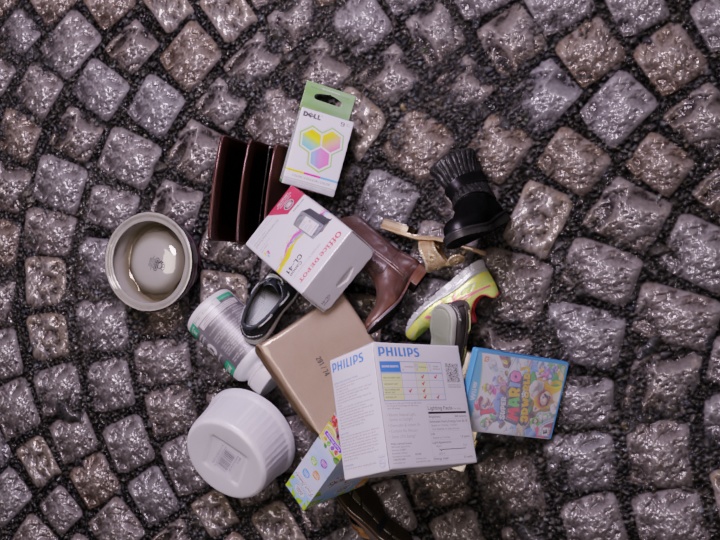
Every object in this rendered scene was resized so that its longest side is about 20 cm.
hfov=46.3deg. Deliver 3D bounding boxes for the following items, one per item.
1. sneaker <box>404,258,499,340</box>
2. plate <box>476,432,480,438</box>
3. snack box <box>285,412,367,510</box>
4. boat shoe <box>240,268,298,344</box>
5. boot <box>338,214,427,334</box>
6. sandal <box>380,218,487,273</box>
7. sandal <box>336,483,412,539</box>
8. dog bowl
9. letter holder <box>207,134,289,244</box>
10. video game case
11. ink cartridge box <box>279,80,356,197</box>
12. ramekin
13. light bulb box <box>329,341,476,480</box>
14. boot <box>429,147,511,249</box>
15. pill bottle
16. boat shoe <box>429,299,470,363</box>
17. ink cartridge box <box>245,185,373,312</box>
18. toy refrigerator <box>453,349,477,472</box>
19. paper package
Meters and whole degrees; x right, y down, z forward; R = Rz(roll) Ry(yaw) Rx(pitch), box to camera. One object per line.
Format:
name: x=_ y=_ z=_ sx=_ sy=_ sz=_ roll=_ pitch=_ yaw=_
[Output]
sneaker: x=0.167 y=0.071 z=1.536 sx=0.200 sy=0.078 sz=0.090 roll=-41 pitch=84 yaw=14
plate: x=0.147 y=0.238 z=1.570 sx=0.199 sy=0.026 sz=0.201 roll=0 pitch=91 yaw=16
snack box: x=-0.019 y=0.325 z=1.513 sx=0.068 sy=0.168 sz=0.200 roll=49 pitch=125 yaw=26
boat shoe: x=-0.165 y=0.044 z=1.595 sx=0.075 sy=0.060 sz=0.201 roll=14 pitch=58 yaw=13
boot: x=0.000 y=0.000 z=1.560 sx=0.200 sy=0.064 sz=0.186 roll=37 pitch=58 yaw=10
sandal: x=0.126 y=-0.032 z=1.548 sx=0.211 sy=0.078 sz=0.070 roll=20 pitch=92 yaw=24
sandal: x=0.020 y=0.475 z=1.594 sx=0.200 sy=0.082 sz=0.055 roll=44 pitch=124 yaw=5
dog bowl: x=-0.414 y=-0.017 z=1.712 sx=0.199 sy=0.074 sz=0.201 roll=0 pitch=90 yaw=16
letter holder: x=-0.213 y=-0.149 z=1.614 sx=0.100 sy=0.142 sz=0.201 roll=8 pitch=92 yaw=16
video game case: x=0.266 y=0.216 z=1.471 sx=0.199 sy=0.018 sz=0.144 roll=11 pitch=95 yaw=-25
ink cartridge box: x=-0.077 y=-0.249 z=1.595 sx=0.103 sy=0.059 sz=0.201 roll=15 pitch=95 yaw=-12
ramekin: x=-0.233 y=0.335 z=1.607 sx=0.200 sy=0.098 sz=0.201 roll=12 pitch=119 yaw=23
light bulb box: x=0.070 y=0.232 z=1.394 sx=0.125 sy=0.198 sz=0.201 roll=-26 pitch=65 yaw=47
boot: x=0.172 y=-0.128 z=1.471 sx=0.079 sy=0.211 sz=0.158 roll=-30 pitch=87 yaw=30
pill bottle: x=-0.230 y=0.141 z=1.636 sx=0.200 sy=0.113 sz=0.113 roll=43 pitch=101 yaw=13
boat shoe: x=0.157 y=0.146 z=1.504 sx=0.072 sy=0.060 sz=0.202 roll=35 pitch=129 yaw=40
ink cartridge box: x=-0.095 y=-0.043 z=1.531 sx=0.148 sy=0.086 sz=0.200 roll=-52 pitch=47 yaw=-1
toy refrigerator: x=0.190 y=0.249 z=1.503 sx=0.070 sy=0.076 sz=0.201 roll=19 pitch=90 yaw=6
paper package: x=-0.062 y=0.171 z=1.542 sx=0.190 sy=0.103 sz=0.200 roll=-34 pitch=89 yaw=-14
